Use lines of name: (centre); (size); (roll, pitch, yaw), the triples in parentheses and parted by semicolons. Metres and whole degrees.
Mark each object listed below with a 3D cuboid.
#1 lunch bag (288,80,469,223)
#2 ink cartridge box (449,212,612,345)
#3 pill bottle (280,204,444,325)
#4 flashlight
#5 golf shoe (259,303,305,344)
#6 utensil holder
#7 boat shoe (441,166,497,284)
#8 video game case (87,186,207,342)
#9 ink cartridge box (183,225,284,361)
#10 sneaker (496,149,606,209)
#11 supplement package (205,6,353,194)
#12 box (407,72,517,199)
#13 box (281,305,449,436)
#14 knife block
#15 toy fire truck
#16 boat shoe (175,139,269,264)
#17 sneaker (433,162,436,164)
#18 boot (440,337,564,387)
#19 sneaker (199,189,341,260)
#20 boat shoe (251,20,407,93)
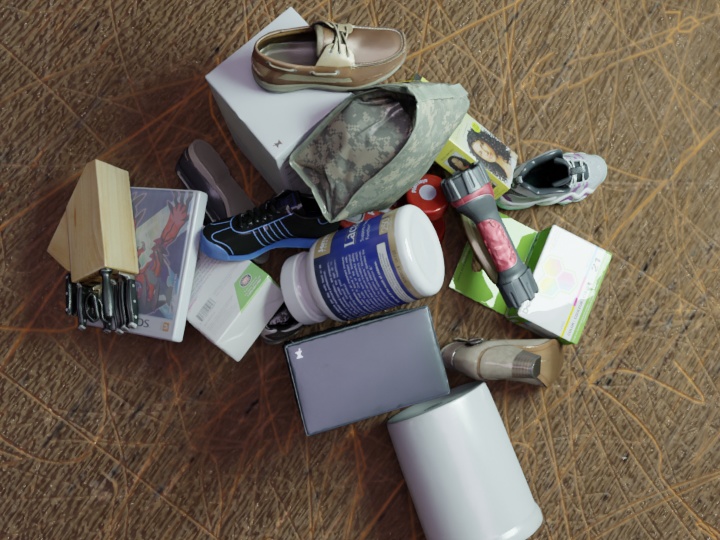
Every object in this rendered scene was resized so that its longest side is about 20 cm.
lunch bag: (0.033, -0.168, 0.975); (0.199, 0.163, 0.119); (-41, 79, 30)
ink cartridge box: (0.253, 0.002, 1.169); (0.196, 0.076, 0.151); (25, 83, -4)
pill bottle: (0.000, 0.000, 1.005); (0.196, 0.115, 0.119); (-19, 87, 27)
flashlight: (0.180, -0.046, 1.070); (0.067, 0.068, 0.204); (-27, 97, -8)
golf shoe: (-0.066, 0.033, 1.122); (0.200, 0.094, 0.078); (-43, 90, -9)
utensil holder: (0.141, 0.280, 1.092); (0.166, 0.170, 0.204); (-22, 85, -8)
boat shoe: (0.179, -0.080, 1.150); (0.061, 0.073, 0.205); (-21, 76, 9)
video game case: (-0.302, -0.014, 1.084); (0.178, 0.023, 0.206); (6, 83, 31)
ink cartridge box: (-0.210, 0.019, 1.093); (0.198, 0.067, 0.118); (35, 82, 33)
sneaker: (0.305, -0.140, 1.149); (0.195, 0.140, 0.080); (-17, 88, -15)
supplement package: (-0.093, -0.212, 1.071); (0.150, 0.200, 0.152); (-40, 77, -8)
box: (0.133, -0.187, 1.107); (0.198, 0.050, 0.076); (34, 51, -16)
box: (-0.001, 0.133, 1.069); (0.195, 0.198, 0.127); (-15, 87, -7)
knife block: (-0.341, -0.023, 1.060); (0.174, 0.064, 0.203); (31, 97, 30)
toy fire truck: (0.036, -0.057, 1.123); (0.164, 0.113, 0.204); (14, 65, 9)
boat shoe: (-0.204, -0.091, 1.143); (0.062, 0.073, 0.203); (-30, 93, 29)
sneaker: (0.083, -0.208, 1.161); (0.194, 0.087, 0.076); (7, 84, -6)
boot: (0.207, 0.127, 1.145); (0.143, 0.199, 0.072); (6, 88, 30)
sneaker: (-0.121, -0.069, 1.047); (0.195, 0.079, 0.071); (-9, 47, -14)
boat shoe: (-0.038, -0.262, 0.941); (0.194, 0.072, 0.078); (-11, 74, -2)
